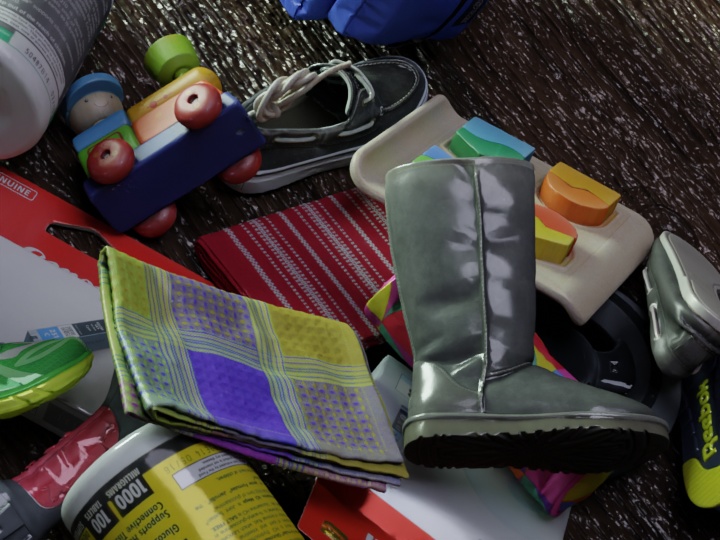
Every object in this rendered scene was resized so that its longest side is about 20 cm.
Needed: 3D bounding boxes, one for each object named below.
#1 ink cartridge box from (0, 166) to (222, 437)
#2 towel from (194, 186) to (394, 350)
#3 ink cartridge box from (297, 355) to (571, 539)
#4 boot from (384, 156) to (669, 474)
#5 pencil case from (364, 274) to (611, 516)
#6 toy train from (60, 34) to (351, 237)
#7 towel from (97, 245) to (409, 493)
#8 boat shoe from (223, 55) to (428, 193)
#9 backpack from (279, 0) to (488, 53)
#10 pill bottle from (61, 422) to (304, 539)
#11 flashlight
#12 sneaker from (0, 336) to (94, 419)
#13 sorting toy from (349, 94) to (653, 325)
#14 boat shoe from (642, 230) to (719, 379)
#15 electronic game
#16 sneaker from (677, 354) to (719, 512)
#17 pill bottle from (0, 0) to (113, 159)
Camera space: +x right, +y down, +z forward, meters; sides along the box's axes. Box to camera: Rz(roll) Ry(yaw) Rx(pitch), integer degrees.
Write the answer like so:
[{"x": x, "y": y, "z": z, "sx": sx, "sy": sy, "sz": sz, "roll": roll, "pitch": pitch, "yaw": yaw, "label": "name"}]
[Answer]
[{"x": -0.206, "y": 0.013, "z": 1.648, "sx": 0.200, "sy": 0.045, "sz": 0.176, "roll": 29, "pitch": 50, "yaw": 0, "label": "ink cartridge box"}, {"x": 0.000, "y": 0.000, "z": 1.732, "sx": 0.200, "sy": 0.022, "sz": 0.145, "roll": -18, "pitch": 49, "yaw": -28, "label": "towel"}, {"x": 0.051, "y": 0.152, "z": 1.577, "sx": 0.160, "sy": 0.047, "sz": 0.200, "roll": 38, "pitch": 23, "yaw": -5, "label": "ink cartridge box"}, {"x": 0.104, "y": 0.025, "z": 1.575, "sx": 0.182, "sy": 0.073, "sz": 0.200, "roll": 4, "pitch": 59, "yaw": -4, "label": "boot"}, {"x": 0.092, "y": 0.067, "z": 1.631, "sx": 0.088, "sy": 0.088, "sz": 0.200, "roll": -29, "pitch": 70, "yaw": -36, "label": "pencil case"}, {"x": -0.110, "y": -0.122, "z": 1.720, "sx": 0.200, "sy": 0.085, "sz": 0.116, "roll": -32, "pitch": 51, "yaw": 2, "label": "toy train"}, {"x": -0.066, "y": 0.060, "z": 1.520, "sx": 0.200, "sy": 0.023, "sz": 0.144, "roll": 19, "pitch": 36, "yaw": -32, "label": "towel"}, {"x": -0.018, "y": -0.117, "z": 1.806, "sx": 0.200, "sy": 0.071, "sz": 0.072, "roll": -31, "pitch": 70, "yaw": -38, "label": "boat shoe"}, {"x": 0.038, "y": -0.258, "z": 1.887, "sx": 0.200, "sy": 0.163, "sz": 0.168, "roll": -12, "pitch": 66, "yaw": -44, "label": "backpack"}, {"x": -0.080, "y": 0.190, "z": 1.470, "sx": 0.112, "sy": 0.112, "sz": 0.200, "roll": -26, "pitch": 69, "yaw": -35, "label": "pill bottle"}, {"x": -0.173, "y": 0.107, "z": 1.533, "sx": 0.200, "sy": 0.068, "sz": 0.068, "roll": -39, "pitch": 82, "yaw": -22, "label": "flashlight"}, {"x": -0.265, "y": 0.057, "z": 1.533, "sx": 0.200, "sy": 0.074, "sz": 0.084, "roll": -6, "pitch": 89, "yaw": -8, "label": "sneaker"}, {"x": 0.108, "y": -0.053, "z": 1.786, "sx": 0.200, "sy": 0.036, "sz": 0.185, "roll": 34, "pitch": 28, "yaw": 10, "label": "sorting toy"}, {"x": 0.226, "y": 0.023, "z": 1.778, "sx": 0.067, "sy": 0.057, "sz": 0.200, "roll": 40, "pitch": 14, "yaw": -9, "label": "boat shoe"}, {"x": 0.128, "y": 0.068, "z": 1.741, "sx": 0.200, "sy": 0.042, "sz": 0.200, "roll": 8, "pitch": 47, "yaw": -8, "label": "electronic game"}, {"x": 0.273, "y": 0.103, "z": 1.757, "sx": 0.082, "sy": 0.074, "sz": 0.200, "roll": 27, "pitch": 43, "yaw": -20, "label": "sneaker"}, {"x": -0.239, "y": -0.181, "z": 1.737, "sx": 0.113, "sy": 0.113, "sz": 0.200, "roll": 24, "pitch": 47, "yaw": -3, "label": "pill bottle"}]
